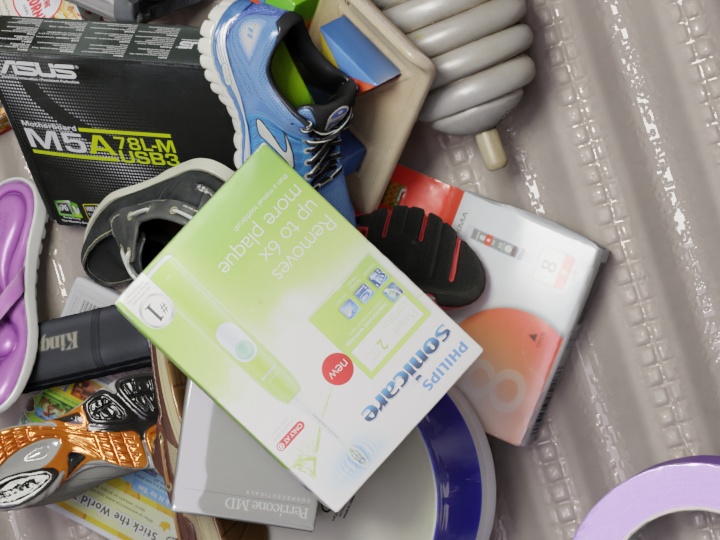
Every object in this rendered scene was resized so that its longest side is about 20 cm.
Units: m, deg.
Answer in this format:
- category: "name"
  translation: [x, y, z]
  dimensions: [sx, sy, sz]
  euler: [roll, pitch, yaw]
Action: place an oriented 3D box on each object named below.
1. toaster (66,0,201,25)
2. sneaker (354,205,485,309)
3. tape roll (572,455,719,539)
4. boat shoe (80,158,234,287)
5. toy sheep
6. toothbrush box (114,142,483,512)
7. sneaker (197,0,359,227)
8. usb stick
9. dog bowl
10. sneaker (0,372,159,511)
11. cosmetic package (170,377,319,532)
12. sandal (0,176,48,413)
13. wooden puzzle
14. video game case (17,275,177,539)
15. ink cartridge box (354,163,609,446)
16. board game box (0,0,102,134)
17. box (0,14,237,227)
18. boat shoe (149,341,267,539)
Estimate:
- category: "toaster"
  translation: [-0.189, -0.258, 1.518]
  dimensions: [0.129, 0.200, 0.114]
  euler: [20, 116, 16]
- category: "sneaker"
  translation: [0.000, 0.000, 1.508]
  dimensions: [0.199, 0.087, 0.074]
  euler: [11, 54, 15]
- category: "tape roll"
  translation: [0.247, 0.235, 1.442]
  dimensions: [0.199, 0.066, 0.201]
  euler: [0, 91, 18]
- category: "boat shoe"
  translation: [-0.163, -0.023, 1.530]
  dimensions: [0.200, 0.072, 0.068]
  euler: [-25, 37, 50]
- category: "toy sheep"
  translation: [0.063, -0.167, 1.474]
  dimensions: [0.137, 0.138, 0.201]
  euler: [-21, 99, 17]
- category: "toothbrush box"
  translation: [-0.043, 0.038, 1.328]
  dimensions: [0.200, 0.086, 0.146]
  euler: [44, 84, -3]
- category: "sneaker"
  translation: [-0.043, -0.096, 1.410]
  dimensions: [0.089, 0.079, 0.201]
  euler: [6, 130, 41]
- category: "usb stick"
  translation: [-0.237, 0.064, 1.589]
  dimensions: [0.199, 0.033, 0.056]
  euler: [-13, 77, 25]
- category: "dog bowl"
  translation: [-0.003, 0.161, 1.486]
  dimensions: [0.199, 0.079, 0.201]
  euler: [1, 91, 35]
- category: "sneaker"
  translation: [-0.206, 0.136, 1.566]
  dimensions: [0.199, 0.092, 0.076]
  euler: [-15, 78, -7]
- category: "cosmetic package"
  translation: [-0.070, 0.078, 1.407]
  dimensions: [0.106, 0.090, 0.201]
  euler: [6, 83, -3]
- category: "sandal"
  translation: [-0.297, 0.017, 1.594]
  dimensions: [0.082, 0.050, 0.204]
  euler: [-11, 63, 28]
- category: "wooden puzzle"
  translation: [-0.039, -0.146, 1.473]
  dimensions: [0.046, 0.200, 0.185]
  euler: [-34, 70, -30]
- category: "video game case"
  translation: [-0.174, 0.127, 1.601]
  dimensions: [0.199, 0.023, 0.183]
  euler: [25, 97, 16]
- category: "ink cartridge box"
  translation: [0.067, 0.019, 1.509]
  dimensions: [0.199, 0.050, 0.163]
  euler: [23, 96, 14]
- category: "board game box"
  translation: [-0.311, -0.189, 1.633]
  dimensions: [0.199, 0.046, 0.152]
  euler: [-24, 82, 16]
- category: "box"
  translation: [-0.167, -0.105, 1.523]
  dimensions: [0.199, 0.194, 0.048]
  euler: [6, 53, 17]
- category: "boat shoe"
  translation: [-0.129, 0.131, 1.489]
  dimensions: [0.072, 0.072, 0.201]
  euler: [-20, 84, 36]
